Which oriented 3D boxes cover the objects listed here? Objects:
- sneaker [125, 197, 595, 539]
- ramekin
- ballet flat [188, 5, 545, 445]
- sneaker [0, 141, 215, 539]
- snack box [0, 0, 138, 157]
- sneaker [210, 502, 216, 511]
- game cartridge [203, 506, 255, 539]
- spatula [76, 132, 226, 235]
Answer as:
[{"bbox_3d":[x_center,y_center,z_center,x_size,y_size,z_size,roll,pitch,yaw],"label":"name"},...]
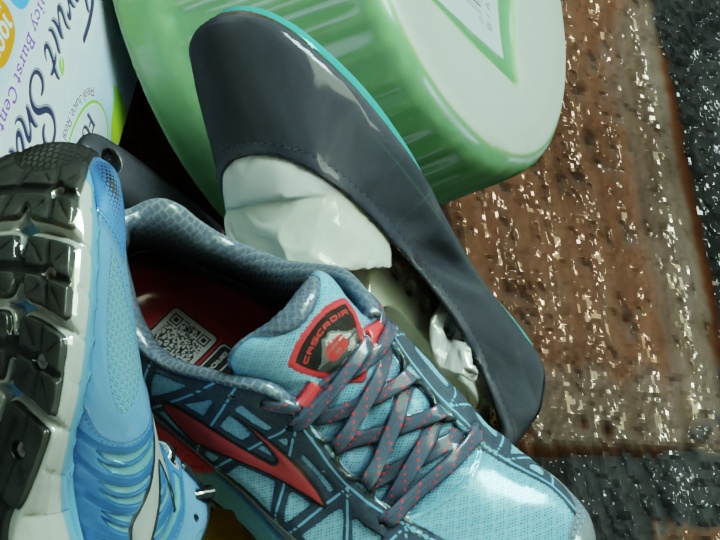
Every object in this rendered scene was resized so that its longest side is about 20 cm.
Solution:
[{"bbox_3d":[-0.013,0.047,0.859,0.199,0.096,0.079,29,61,14],"label":"sneaker"},{"bbox_3d":[-0.003,-0.111,1.014,0.200,0.097,0.201,42,40,-48],"label":"ramekin"},{"bbox_3d":[0.000,0.000,0.933,0.200,0.073,0.073,53,45,-32],"label":"ballet flat"},{"bbox_3d":[-0.091,0.059,0.838,0.090,0.078,0.201,-12,107,-51],"label":"sneaker"},{"bbox_3d":[-0.134,-0.065,0.905,0.142,0.053,0.201,62,31,-46],"label":"snack box"},{"bbox_3d":[-0.017,0.073,0.990,0.200,0.071,0.073,27,57,-31],"label":"sneaker"},{"bbox_3d":[-0.019,0.159,0.867,0.176,0.033,0.200,35,66,29],"label":"game cartridge"},{"bbox_3d":[-0.048,0.001,0.993,0.200,0.020,0.057,46,44,-52],"label":"spatula"}]
